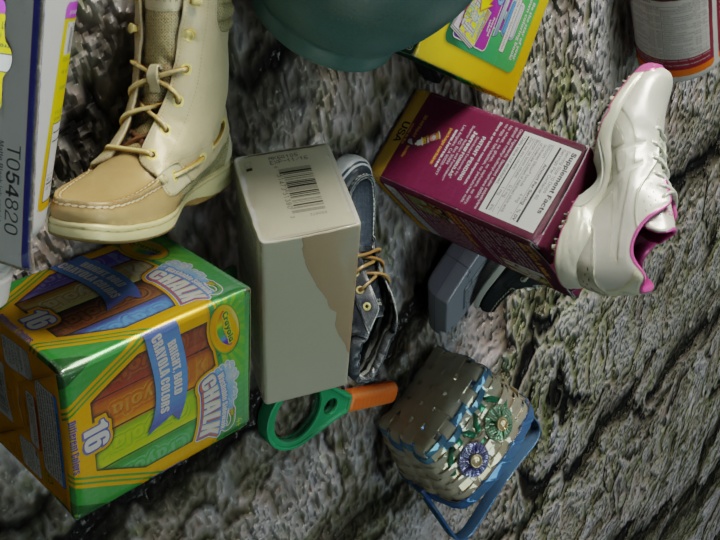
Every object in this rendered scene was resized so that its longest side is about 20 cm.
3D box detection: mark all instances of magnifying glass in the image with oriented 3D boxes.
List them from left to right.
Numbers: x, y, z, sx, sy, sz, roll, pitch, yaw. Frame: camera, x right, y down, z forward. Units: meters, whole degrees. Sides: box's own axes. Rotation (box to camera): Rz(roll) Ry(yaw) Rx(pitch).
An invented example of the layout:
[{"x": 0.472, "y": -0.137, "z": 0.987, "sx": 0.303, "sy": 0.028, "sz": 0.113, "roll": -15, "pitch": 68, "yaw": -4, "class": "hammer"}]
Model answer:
[{"x": -0.030, "y": 0.138, "z": 0.988, "sx": 0.198, "sy": 0.022, "sz": 0.081, "roll": -1, "pitch": 112, "yaw": -48, "class": "magnifying glass"}]

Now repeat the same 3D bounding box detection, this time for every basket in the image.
[{"x": 0.123, "y": 0.205, "z": 1.111, "sx": 0.177, "sy": 0.138, "sz": 0.200, "roll": -53, "pitch": 133, "yaw": -15, "class": "basket"}]

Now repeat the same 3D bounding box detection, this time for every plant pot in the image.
[{"x": -0.004, "y": -0.231, "z": 0.675, "sx": 0.199, "sy": 0.201, "sz": 0.135, "roll": -21, "pitch": 154, "yaw": -42, "class": "plant pot"}]

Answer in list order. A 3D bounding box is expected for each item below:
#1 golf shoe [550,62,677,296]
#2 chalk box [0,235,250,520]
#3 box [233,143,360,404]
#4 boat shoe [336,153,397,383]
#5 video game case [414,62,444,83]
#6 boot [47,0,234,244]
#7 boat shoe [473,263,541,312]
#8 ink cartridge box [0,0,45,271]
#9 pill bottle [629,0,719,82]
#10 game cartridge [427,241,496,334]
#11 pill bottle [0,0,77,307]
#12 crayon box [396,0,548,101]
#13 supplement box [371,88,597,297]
[{"x": 0.231, "y": -0.071, "z": 0.787, "sx": 0.075, "sy": 0.091, "sz": 0.203, "roll": 21, "pitch": 89, "yaw": -53, "class": "golf shoe"}, {"x": -0.158, "y": 0.059, "z": 0.694, "sx": 0.199, "sy": 0.123, "sz": 0.127, "roll": -26, "pitch": 130, "yaw": -39, "class": "chalk box"}, {"x": -0.053, "y": 0.008, "z": 0.763, "sx": 0.076, "sy": 0.096, "sz": 0.202, "roll": -11, "pitch": 142, "yaw": -14, "class": "box"}, {"x": 0.000, "y": 0.000, "z": 0.878, "sx": 0.070, "sy": 0.090, "sz": 0.203, "roll": -12, "pitch": 120, "yaw": -46, "class": "boat shoe"}, {"x": 0.078, "y": -0.301, "z": 0.847, "sx": 0.182, "sy": 0.025, "sz": 0.200, "roll": -56, "pitch": 143, "yaw": -11, "class": "video game case"}, {"x": -0.137, "y": -0.112, "z": 0.624, "sx": 0.200, "sy": 0.072, "sz": 0.158, "roll": -44, "pitch": 145, "yaw": -61, "class": "boot"}, {"x": 0.186, "y": -0.013, "z": 1.015, "sx": 0.076, "sy": 0.060, "sz": 0.201, "roll": -50, "pitch": 172, "yaw": -42, "class": "boat shoe"}, {"x": -0.222, "y": -0.120, "z": 0.450, "sx": 0.041, "sy": 0.197, "sz": 0.203, "roll": -40, "pitch": 145, "yaw": -64, "class": "ink cartridge box"}, {"x": 0.372, "y": -0.331, "z": 1.117, "sx": 0.110, "sy": 0.109, "sz": 0.201, "roll": -49, "pitch": 141, "yaw": -18, "class": "pill bottle"}, {"x": 0.138, "y": -0.032, "z": 1.041, "sx": 0.201, "sy": 0.040, "sz": 0.134, "roll": -52, "pitch": 166, "yaw": -16, "class": "game cartridge"}, {"x": -0.226, "y": -0.081, "z": 0.542, "sx": 0.103, "sy": 0.104, "sz": 0.203, "roll": -5, "pitch": 115, "yaw": -49, "class": "pill bottle"}, {"x": 0.109, "y": -0.270, "z": 0.835, "sx": 0.171, "sy": 0.058, "sz": 0.203, "roll": 6, "pitch": 107, "yaw": -54, "class": "crayon box"}, {"x": 0.128, "y": -0.075, "z": 0.899, "sx": 0.104, "sy": 0.199, "sz": 0.131, "roll": -58, "pitch": 144, "yaw": -6, "class": "supplement box"}]
